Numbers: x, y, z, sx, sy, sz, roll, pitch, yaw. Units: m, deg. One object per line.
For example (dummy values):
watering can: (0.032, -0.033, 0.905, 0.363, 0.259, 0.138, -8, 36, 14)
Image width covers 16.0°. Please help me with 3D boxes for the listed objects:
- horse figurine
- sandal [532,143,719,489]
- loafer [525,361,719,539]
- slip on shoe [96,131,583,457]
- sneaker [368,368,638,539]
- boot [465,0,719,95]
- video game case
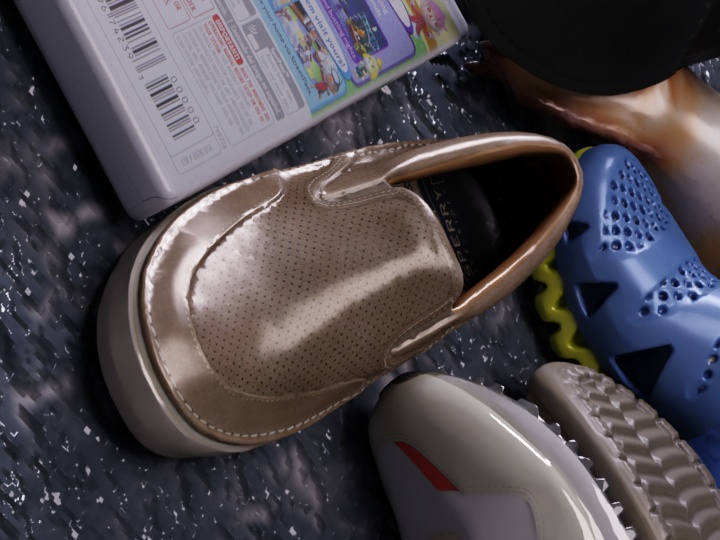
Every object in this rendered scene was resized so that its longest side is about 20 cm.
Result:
horse figurine: (0.130, -0.049, 0.969, 0.200, 0.050, 0.133, 49, 35, -19)
sandal: (0.133, 0.040, 0.897, 0.200, 0.087, 0.079, 58, 40, -10)
loafer: (0.097, 0.122, 0.829, 0.076, 0.068, 0.200, 9, 49, -60)
slip on shoe: (0.000, 0.000, 0.773, 0.200, 0.061, 0.076, -19, 87, -53)
sneaker: (0.044, 0.125, 0.756, 0.093, 0.070, 0.200, -27, 81, -27)
boot: (0.089, -0.146, 0.937, 0.200, 0.069, 0.174, 1, 46, -36)
video game case: (-0.061, -0.133, 0.796, 0.182, 0.022, 0.200, -34, 97, -52)
